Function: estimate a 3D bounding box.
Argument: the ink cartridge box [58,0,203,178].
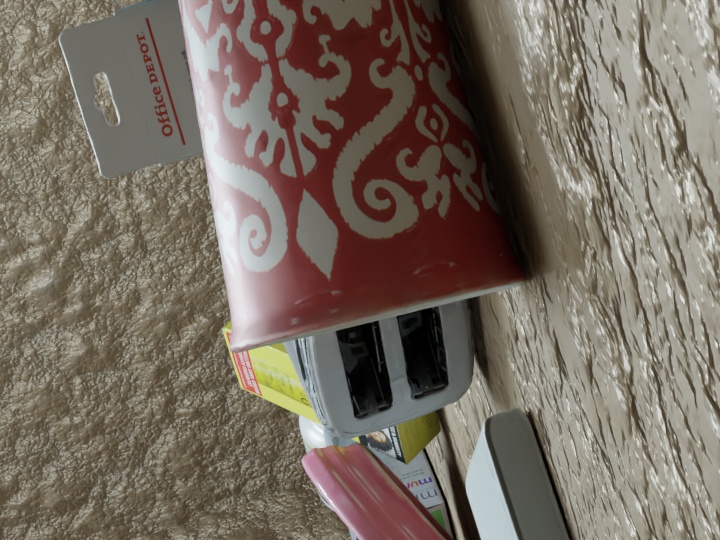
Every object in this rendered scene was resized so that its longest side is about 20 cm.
[{"bbox_3d":[-0.110,-0.152,1.166,0.068,0.198,0.117,-124,17,-77],"label":"ink cartridge box"}]

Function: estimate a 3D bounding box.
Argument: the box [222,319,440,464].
[{"bbox_3d":[-0.026,0.090,1.333,0.199,0.050,0.076,22,138,38],"label":"box"}]

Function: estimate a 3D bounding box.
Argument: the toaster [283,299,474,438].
[{"bbox_3d":[0.000,0.000,0.914,0.201,0.112,0.130,81,168,-47],"label":"toaster"}]

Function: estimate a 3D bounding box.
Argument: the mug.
[{"bbox_3d":[-0.017,-0.076,0.712,0.178,0.132,0.203,147,110,-84],"label":"mug"}]

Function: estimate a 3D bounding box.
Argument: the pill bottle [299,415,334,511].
[{"bbox_3d":[-0.014,0.204,1.950,0.201,0.111,0.113,79,173,-49],"label":"pill bottle"}]

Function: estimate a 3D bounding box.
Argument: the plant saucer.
[{"bbox_3d":[0.034,0.215,1.319,0.201,0.051,0.201,47,179,1],"label":"plant saucer"}]

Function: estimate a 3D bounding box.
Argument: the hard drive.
[{"bbox_3d":[0.092,0.159,0.878,0.200,0.026,0.133,85,168,-75],"label":"hard drive"}]

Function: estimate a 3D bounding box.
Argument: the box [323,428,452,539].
[{"bbox_3d":[0.039,0.272,1.588,0.177,0.095,0.202,-115,9,-61],"label":"box"}]
